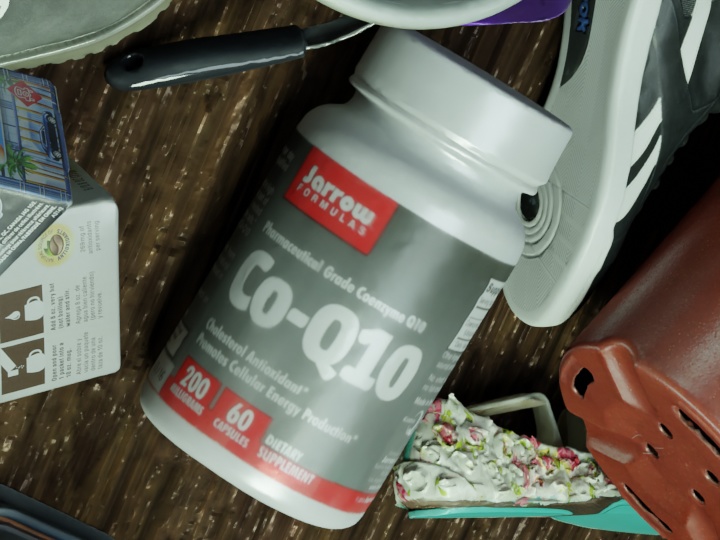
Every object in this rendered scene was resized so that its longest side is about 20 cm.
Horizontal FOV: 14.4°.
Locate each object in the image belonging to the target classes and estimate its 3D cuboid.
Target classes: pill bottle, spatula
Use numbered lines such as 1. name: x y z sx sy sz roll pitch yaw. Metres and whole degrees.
1. pill bottle: 0.000 0.000 1.232 0.114 0.114 0.201 25 98 -41
2. spatula: -0.010 -0.103 1.186 0.199 0.057 0.021 -16 139 -1

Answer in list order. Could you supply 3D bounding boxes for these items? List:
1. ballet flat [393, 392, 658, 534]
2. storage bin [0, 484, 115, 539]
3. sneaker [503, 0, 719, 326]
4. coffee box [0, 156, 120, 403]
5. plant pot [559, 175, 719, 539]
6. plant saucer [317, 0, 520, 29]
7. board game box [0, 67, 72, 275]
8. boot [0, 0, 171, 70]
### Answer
1. ballet flat: 0.097 0.093 1.387 0.199 0.075 0.064 9 75 -43
2. storage bin: -0.153 0.221 1.233 0.145 0.134 0.201 31 96 -41
3. sneaker: 0.140 -0.066 1.321 0.111 0.073 0.201 2 112 -34
4. coffee box: -0.205 0.005 1.091 0.199 0.114 0.080 -15 123 -28
5. plant pot: 0.208 0.031 1.323 0.195 0.200 0.201 -41 131 -19
6. plant saucer: 0.016 -0.199 1.157 0.199 0.050 0.202 -4 98 -27
7. board game box: -0.233 -0.019 0.922 0.199 0.062 0.200 27 124 -35
8. boot: -0.138 -0.119 1.014 0.181 0.073 0.200 -30 169 -7
